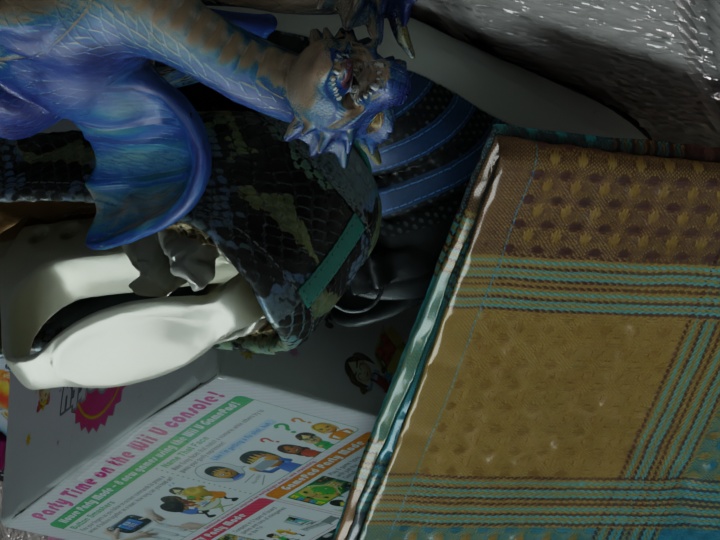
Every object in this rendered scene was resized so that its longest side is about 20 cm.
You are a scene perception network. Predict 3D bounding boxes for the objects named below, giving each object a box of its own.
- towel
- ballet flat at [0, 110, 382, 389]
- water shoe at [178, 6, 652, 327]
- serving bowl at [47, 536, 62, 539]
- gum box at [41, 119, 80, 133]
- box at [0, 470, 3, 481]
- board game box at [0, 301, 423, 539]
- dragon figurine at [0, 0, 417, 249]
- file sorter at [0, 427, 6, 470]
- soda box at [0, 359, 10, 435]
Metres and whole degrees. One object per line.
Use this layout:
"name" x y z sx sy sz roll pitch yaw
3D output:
"towel" 0.073 0.044 0.713 0.146 0.201 0.022 4 -140 -18
"ballet flat" -0.091 0.001 0.646 0.199 0.075 0.074 -9 164 29
"water shoe" -0.001 -0.026 0.678 0.199 0.080 0.071 17 174 -31
"serving bowl" -0.021 0.094 0.946 0.198 0.066 0.201 0 -150 0
"gum box" -0.147 -0.064 0.727 0.113 0.067 0.199 7 172 42
"box" -0.105 0.054 1.104 0.142 0.036 0.200 14 153 9
"board game box" 0.008 0.052 0.798 0.199 0.065 0.147 16 151 -28
"dragon figurine" -0.058 -0.045 0.579 0.099 0.059 0.200 30 152 -20
"file sorter" -0.218 0.079 0.992 0.199 0.126 0.139 18 -168 11
"soda box" -0.134 -0.005 0.881 0.200 0.069 0.063 38 141 -17
